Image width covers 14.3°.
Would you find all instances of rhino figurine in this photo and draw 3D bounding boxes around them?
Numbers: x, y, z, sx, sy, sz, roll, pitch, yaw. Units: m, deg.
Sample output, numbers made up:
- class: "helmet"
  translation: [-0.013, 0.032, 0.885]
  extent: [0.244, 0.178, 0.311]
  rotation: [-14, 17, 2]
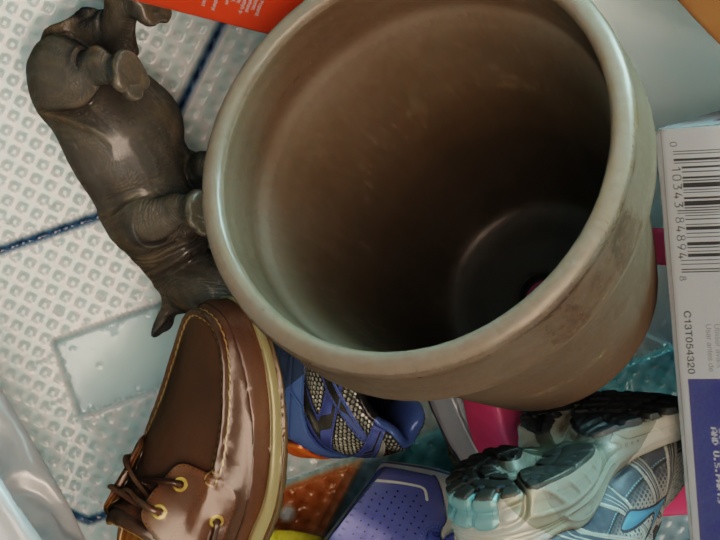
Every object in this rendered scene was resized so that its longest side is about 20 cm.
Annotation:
- class: "rhino figurine"
  translation: [-0.095, -0.038, 1.374]
  extent: [0.060, 0.087, 0.200]
  rotation: [-39, 112, -38]

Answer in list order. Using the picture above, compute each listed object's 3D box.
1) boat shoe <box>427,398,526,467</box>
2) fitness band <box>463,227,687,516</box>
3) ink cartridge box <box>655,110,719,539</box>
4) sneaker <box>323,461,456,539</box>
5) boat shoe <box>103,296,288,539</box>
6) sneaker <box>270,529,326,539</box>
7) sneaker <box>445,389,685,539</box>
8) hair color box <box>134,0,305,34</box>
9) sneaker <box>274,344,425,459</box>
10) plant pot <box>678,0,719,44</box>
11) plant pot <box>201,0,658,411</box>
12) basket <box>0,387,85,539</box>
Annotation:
- class: "boat shoe"
  translation: [0.077, 0.103, 1.443]
  extent: [0.072, 0.062, 0.200]
  rotation: [-39, 103, -38]
- class: "fitness band"
  translation: [0.138, 0.050, 1.420]
  extent: [0.200, 0.037, 0.144]
  rotation: [2, 90, -35]
- class: "ink cartridge box"
  translation: [0.199, 0.018, 1.369]
  extent: [0.043, 0.200, 0.197]
  rotation: [-3, 97, 28]
- class: "sneaker"
  translation: [0.081, 0.164, 1.352]
  extent: [0.199, 0.115, 0.081]
  rotation: [33, 88, -9]
- class: "boat shoe"
  translation: [-0.082, 0.111, 1.349]
  extent: [0.068, 0.072, 0.200]
  rotation: [-1, 107, -34]
- class: "sneaker"
  translation: [0.021, 0.174, 1.443]
  extent: [0.200, 0.082, 0.074]
  rotation: [19, 79, -11]
- class: "sneaker"
  translation: [0.101, 0.110, 1.314]
  extent: [0.078, 0.200, 0.086]
  rotation: [1, 104, 34]
- class: "hair color box"
  translation: [-0.031, -0.159, 1.331]
  extent: [0.200, 0.111, 0.064]
  rotation: [13, 125, -12]
- class: "sneaker"
  translation: [0.000, 0.000, 1.387]
  extent: [0.075, 0.078, 0.200]
  rotation: [-26, 119, -44]
- class: "plant pot"
  translation: [0.209, -0.179, 1.344]
  extent: [0.200, 0.200, 0.140]
  rotation: [42, 110, -16]
- class: "plant pot"
  translation: [0.056, -0.018, 1.279]
  extent: [0.200, 0.200, 0.175]
  rotation: [-44, 146, 2]
- class: "basket"
  translation: [-0.229, 0.083, 1.320]
  extent: [0.123, 0.136, 0.200]
  rotation: [-32, 83, 2]
